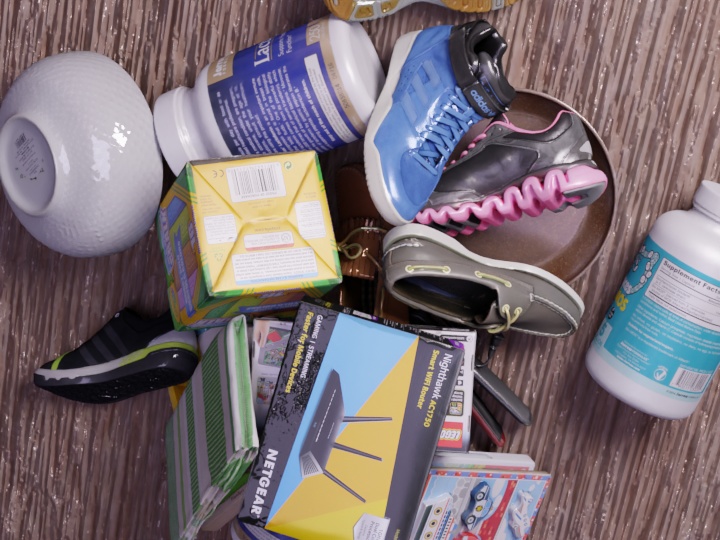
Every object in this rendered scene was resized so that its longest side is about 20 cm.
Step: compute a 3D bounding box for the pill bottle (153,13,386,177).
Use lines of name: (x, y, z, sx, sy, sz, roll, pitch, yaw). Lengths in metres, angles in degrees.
pill bottle: (-0.081, -0.151, 1.183, 0.199, 0.116, 0.116, -19, 99, 16)

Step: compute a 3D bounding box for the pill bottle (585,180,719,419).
pill bottle: (0.290, 0.024, 1.149, 0.110, 0.111, 0.201, 26, 108, 5)

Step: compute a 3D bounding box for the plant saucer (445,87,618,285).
plant saucer: (0.138, -0.071, 1.197, 0.199, 0.037, 0.201, 3, 106, 12)

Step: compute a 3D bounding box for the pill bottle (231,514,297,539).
pill bottle: (-0.038, 0.193, 1.252, 0.115, 0.116, 0.201, 26, 105, 5)

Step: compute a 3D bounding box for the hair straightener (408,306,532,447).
hair straightener: (0.104, 0.072, 1.246, 0.077, 0.041, 0.200, -37, 90, 18)

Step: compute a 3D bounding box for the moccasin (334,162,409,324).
moccasin: (-0.001, 0.000, 1.209, 0.073, 0.077, 0.203, 1, 94, 49)

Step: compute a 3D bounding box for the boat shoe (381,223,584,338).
boat shoe: (0.110, 0.024, 1.157, 0.201, 0.060, 0.072, 21, 137, -15)

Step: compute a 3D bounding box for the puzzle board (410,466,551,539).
puzzle board: (0.095, 0.283, 1.259, 0.150, 0.017, 0.201, 7, 111, -32)

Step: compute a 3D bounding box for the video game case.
video game case: (0.064, 0.237, 1.238, 0.199, 0.017, 0.144, 8, 111, -31)

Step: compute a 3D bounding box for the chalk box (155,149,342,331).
chalk box: (-0.112, -0.017, 1.186, 0.124, 0.200, 0.124, -8, 78, -20)

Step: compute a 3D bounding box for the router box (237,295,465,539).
router box: (-0.008, 0.138, 1.113, 0.148, 0.051, 0.201, 16, 97, 1)

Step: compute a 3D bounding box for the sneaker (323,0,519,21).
sneaker: (0.058, -0.276, 1.144, 0.199, 0.088, 0.076, -5, 126, -9)

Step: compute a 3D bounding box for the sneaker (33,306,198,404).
sneaker: (-0.243, 0.082, 1.317, 0.199, 0.072, 0.083, -11, 63, 24)

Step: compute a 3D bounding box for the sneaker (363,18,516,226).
sneaker: (0.074, -0.135, 1.114, 0.111, 0.201, 0.077, -10, 141, 34)

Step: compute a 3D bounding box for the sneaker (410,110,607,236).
sneaker: (0.116, -0.089, 1.152, 0.199, 0.079, 0.096, -12, 79, 15)

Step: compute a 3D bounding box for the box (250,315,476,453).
box: (0.001, 0.101, 1.156, 0.199, 0.035, 0.111, 4, 93, 4)

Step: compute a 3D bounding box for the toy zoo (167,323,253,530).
toy zoo: (-0.135, 0.134, 1.260, 0.131, 0.020, 0.201, -43, 52, 33)

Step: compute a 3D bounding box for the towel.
towel: (-0.140, 0.153, 1.182, 0.023, 0.153, 0.200, 8, 138, -23)

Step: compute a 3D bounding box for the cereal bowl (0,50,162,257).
cereal bowl: (-0.281, -0.104, 1.215, 0.199, 0.083, 0.201, 14, 113, 38)
